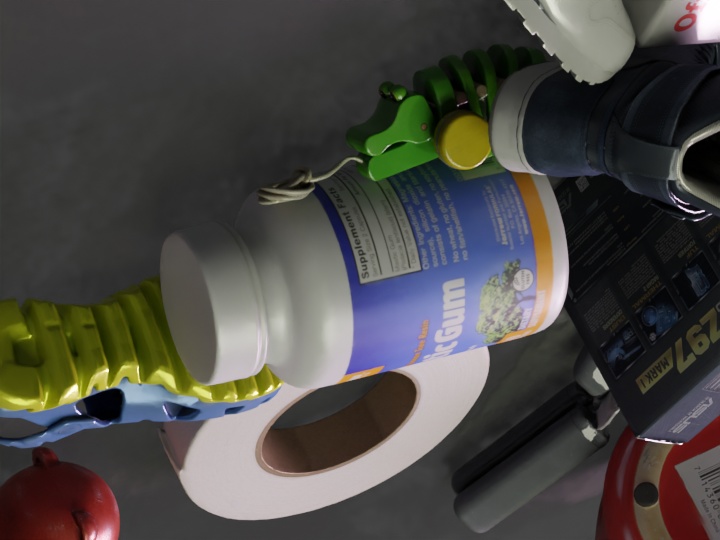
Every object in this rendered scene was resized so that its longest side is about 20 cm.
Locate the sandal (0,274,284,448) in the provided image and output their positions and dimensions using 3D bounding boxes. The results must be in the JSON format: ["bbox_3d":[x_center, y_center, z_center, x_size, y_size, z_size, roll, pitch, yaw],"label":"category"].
[{"bbox_3d":[-0.133,0.053,1.474,0.199,0.080,0.087,0,151,-29],"label":"sandal"}]

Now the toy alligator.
[{"bbox_3d":[0.035,-0.082,1.416,0.199,0.059,0.055,-14,108,-21],"label":"toy alligator"}]

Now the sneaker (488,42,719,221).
[{"bbox_3d":[0.181,-0.083,1.395,0.202,0.146,0.077,-27,120,-46],"label":"sneaker"}]

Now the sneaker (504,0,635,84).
[{"bbox_3d":[0.087,-0.165,1.278,0.080,0.076,0.200,-39,134,6],"label":"sneaker"}]

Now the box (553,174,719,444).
[{"bbox_3d":[0.198,-0.024,1.523,0.051,0.158,0.200,10,133,-45],"label":"box"}]

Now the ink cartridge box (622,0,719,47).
[{"bbox_3d":[0.226,-0.191,1.361,0.199,0.085,0.146,-8,145,-30],"label":"ink cartridge box"}]

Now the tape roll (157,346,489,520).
[{"bbox_3d":[-0.020,0.077,1.627,0.202,0.037,0.203,-20,149,-13],"label":"tape roll"}]

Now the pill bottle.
[{"bbox_3d":[0.000,0.000,1.450,0.199,0.112,0.112,-14,147,-22],"label":"pill bottle"}]

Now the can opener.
[{"bbox_3d":[0.128,0.087,1.762,0.200,0.053,0.067,-39,116,20],"label":"can opener"}]

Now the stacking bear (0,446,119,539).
[{"bbox_3d":[-0.185,0.193,1.612,0.113,0.122,0.201,-11,139,-21],"label":"stacking bear"}]

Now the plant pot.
[{"bbox_3d":[0.253,0.169,1.793,0.200,0.201,0.183,-24,159,-4],"label":"plant pot"}]
